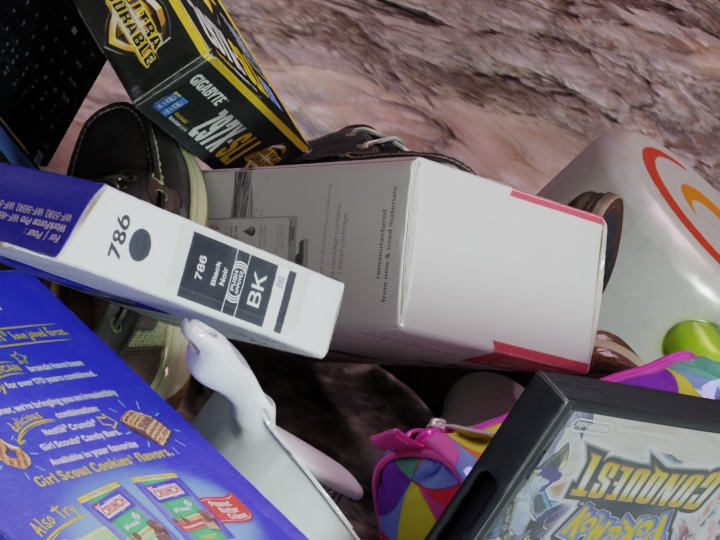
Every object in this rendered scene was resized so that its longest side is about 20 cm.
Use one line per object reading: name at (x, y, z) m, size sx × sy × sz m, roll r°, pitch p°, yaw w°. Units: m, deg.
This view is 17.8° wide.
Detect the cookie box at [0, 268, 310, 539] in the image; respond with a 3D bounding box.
cookie box at (-0.128, 0.091, 0.891) m, size 0.200 × 0.075 × 0.171 m, roll 43°, pitch 20°, yaw 18°

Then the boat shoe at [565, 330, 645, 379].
boat shoe at (0.139, 0.096, 1.233) m, size 0.075 × 0.074 × 0.203 m, roll -107°, pitch 172°, yaw -50°

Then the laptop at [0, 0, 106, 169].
laptop at (-0.161, -0.123, 1.175) m, size 0.103 × 0.201 × 0.178 m, roll 7°, pitch -32°, yaw 34°

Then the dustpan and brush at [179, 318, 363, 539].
dustpan and brush at (-0.040, 0.077, 0.993) m, size 0.140 × 0.057 × 0.200 m, roll 50°, pitch 5°, yaw 37°

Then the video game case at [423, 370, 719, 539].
video game case at (0.095, 0.131, 1.002) m, size 0.199 × 0.181 × 0.026 m, roll 11°, pitch 28°, yaw -48°

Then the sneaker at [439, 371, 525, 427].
sneaker at (0.100, 0.156, 1.142) m, size 0.200 × 0.074 × 0.116 m, roll 43°, pitch 39°, yaw -10°

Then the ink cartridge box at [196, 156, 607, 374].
ink cartridge box at (0.000, 0.000, 1.147) m, size 0.199 × 0.084 × 0.146 m, roll -1°, pitch -10°, yaw 45°

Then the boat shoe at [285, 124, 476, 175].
boat shoe at (-0.004, -0.054, 1.280) m, size 0.072 × 0.068 × 0.199 m, roll 34°, pitch -19°, yaw -31°

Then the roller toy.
roller toy at (0.174, 0.018, 1.445) m, size 0.183 × 0.140 × 0.200 m, roll 49°, pitch 20°, yaw 7°

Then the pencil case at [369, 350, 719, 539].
pencil case at (0.099, 0.093, 1.060) m, size 0.199 × 0.089 × 0.088 m, roll -12°, pitch 46°, yaw -35°

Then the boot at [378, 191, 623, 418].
boot at (0.069, 0.017, 1.224) m, size 0.097 × 0.201 × 0.075 m, roll 34°, pitch 43°, yaw 14°

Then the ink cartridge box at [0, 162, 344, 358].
ink cartridge box at (-0.103, -0.009, 0.936) m, size 0.099 × 0.040 × 0.199 m, roll 12°, pitch -6°, yaw 37°

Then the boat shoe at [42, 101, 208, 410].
boat shoe at (-0.115, -0.014, 1.086) m, size 0.065 × 0.073 × 0.201 m, roll 49°, pitch 22°, yaw -42°

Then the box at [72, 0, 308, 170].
box at (-0.103, -0.134, 1.141) m, size 0.160 × 0.049 × 0.200 m, roll 60°, pitch 5°, yaw 15°
